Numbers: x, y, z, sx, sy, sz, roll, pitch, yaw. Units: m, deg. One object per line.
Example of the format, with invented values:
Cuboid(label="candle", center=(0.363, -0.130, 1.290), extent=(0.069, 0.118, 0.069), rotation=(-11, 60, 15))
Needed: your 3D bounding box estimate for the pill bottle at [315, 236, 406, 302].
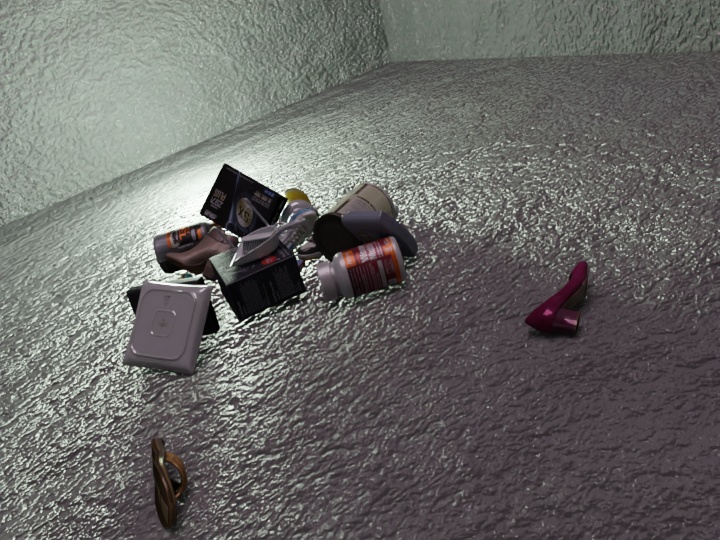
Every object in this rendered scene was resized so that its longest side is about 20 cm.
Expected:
Cuboid(label="pill bottle", center=(0.000, 0.000, 1.494), extent=(0.195, 0.112, 0.110), rotation=(-17, 26, -3))

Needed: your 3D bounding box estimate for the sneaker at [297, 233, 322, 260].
Cuboid(label="sneaker", center=(-0.108, -0.104, 1.784), extent=(0.075, 0.089, 0.199), rotation=(13, 40, 42))

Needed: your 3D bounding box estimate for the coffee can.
Cuboid(label="coffee can", center=(-0.014, -0.126, 1.706), extent=(0.144, 0.149, 0.200), rotation=(2, 31, 33))

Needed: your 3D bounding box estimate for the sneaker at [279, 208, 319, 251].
Cuboid(label="sneaker", center=(-0.188, -0.088, 1.796), extent=(0.199, 0.075, 0.087), rotation=(-39, 35, 14))

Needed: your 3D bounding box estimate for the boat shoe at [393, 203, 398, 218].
Cuboid(label="boat shoe", center=(0.033, -0.176, 1.876), extent=(0.196, 0.071, 0.066), rotation=(-6, 28, 37))

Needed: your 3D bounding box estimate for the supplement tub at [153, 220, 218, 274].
Cuboid(label="supplement tub", center=(-0.506, -0.074, 1.915), extent=(0.195, 0.125, 0.123), rotation=(-17, 26, -3))

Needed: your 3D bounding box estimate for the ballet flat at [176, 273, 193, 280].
Cuboid(label="ballet flat", center=(-0.474, 0.076, 1.684), extent=(0.069, 0.072, 0.201), rotation=(-16, 27, 0))

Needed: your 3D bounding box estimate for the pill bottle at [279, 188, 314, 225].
Cuboid(label="pill bottle", center=(-0.191, -0.168, 1.927), extent=(0.110, 0.114, 0.201), rotation=(-19, 26, -6))

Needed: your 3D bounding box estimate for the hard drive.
Cuboid(label="hard drive", center=(-0.445, 0.095, 1.529), extent=(0.195, 0.143, 0.033), rotation=(-8, 23, 16))

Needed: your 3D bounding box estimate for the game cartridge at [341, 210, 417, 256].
Cuboid(label="game cartridge", center=(0.056, -0.086, 1.563), extent=(0.131, 0.199, 0.042), rotation=(8, 71, 36))

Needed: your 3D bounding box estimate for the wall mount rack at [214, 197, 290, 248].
Cuboid(label="wall mount rack", center=(-0.298, -0.087, 1.756), extent=(0.199, 0.075, 0.174), rotation=(-42, 68, 2))

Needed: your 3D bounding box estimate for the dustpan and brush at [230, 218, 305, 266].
Cuboid(label="dustpan and brush", center=(-0.221, -0.081, 1.554), extent=(0.195, 0.058, 0.140), rotation=(-12, 27, 7))

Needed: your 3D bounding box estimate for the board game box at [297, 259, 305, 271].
Cuboid(label="board game box", center=(-0.226, 0.032, 1.666), extent=(0.101, 0.020, 0.201), rotation=(-2, 30, 23))

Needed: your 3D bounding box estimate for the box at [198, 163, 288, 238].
Cuboid(label="box", center=(-0.335, -0.185, 1.843), extent=(0.197, 0.166, 0.086), rotation=(30, 3, 9))

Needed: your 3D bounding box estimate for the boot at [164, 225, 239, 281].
Cuboid(label="boot", center=(-0.443, -0.060, 1.827), extent=(0.196, 0.070, 0.149), rotation=(22, 74, 14))

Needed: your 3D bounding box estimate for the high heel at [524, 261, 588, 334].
Cuboid(label="high heel", center=(0.382, 0.042, 1.235), extent=(0.094, 0.069, 0.201), rotation=(9, 38, 23))

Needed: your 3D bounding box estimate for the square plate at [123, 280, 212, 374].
Cuboid(label="square plate", center=(-0.439, 0.121, 1.441), extent=(0.195, 0.028, 0.203), rotation=(4, 74, 21))

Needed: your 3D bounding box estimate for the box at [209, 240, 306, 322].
Cuboid(label="box", center=(-0.257, 0.010, 1.586), extent=(0.179, 0.106, 0.200), rotation=(-25, 28, -16))

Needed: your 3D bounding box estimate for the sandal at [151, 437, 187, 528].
Cuboid(label="sandal", center=(-0.317, 0.342, 1.070), extent=(0.053, 0.082, 0.200), rotation=(-1, 16, -21))
